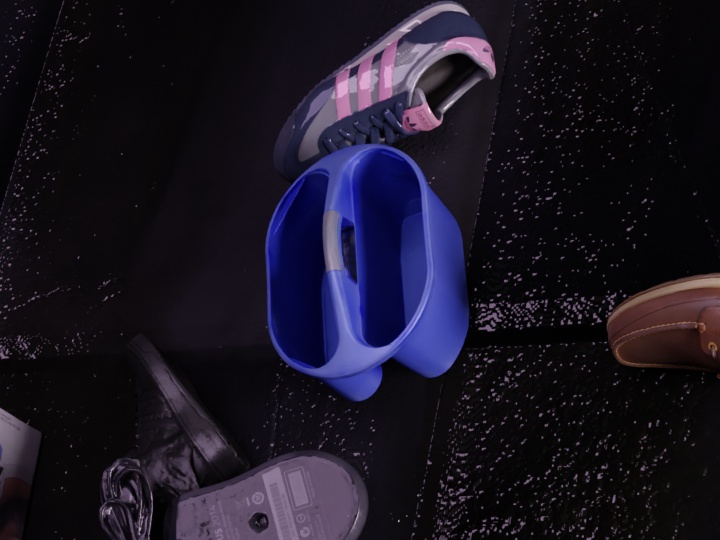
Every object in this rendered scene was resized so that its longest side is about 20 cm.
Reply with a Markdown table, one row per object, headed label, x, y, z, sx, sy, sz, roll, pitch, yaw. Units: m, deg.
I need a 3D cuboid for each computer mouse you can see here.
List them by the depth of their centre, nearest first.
| label | x | y | z | sx | sy | sz | roll | pitch | yaw |
| --- | --- | --- | --- | --- | --- | --- | --- | --- | --- |
| computer mouse | -0.087 | 0.189 | 1.440 | 0.200 | 0.053 | 0.139 | -14 | 70 | 8 |

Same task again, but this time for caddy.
| label | x | y | z | sx | sy | sz | roll | pitch | yaw |
| --- | --- | --- | --- | --- | --- | --- | --- | --- | --- |
| caddy | 0.000 | 0.000 | 1.480 | 0.141 | 0.105 | 0.200 | -19 | 54 | 22 |

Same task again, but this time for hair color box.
| label | x | y | z | sx | sy | sz | roll | pitch | yaw |
| --- | --- | --- | --- | --- | --- | --- | --- | --- | --- |
| hair color box | -0.328 | 0.203 | 1.572 | 0.064 | 0.111 | 0.200 | -9 | 59 | 29 |

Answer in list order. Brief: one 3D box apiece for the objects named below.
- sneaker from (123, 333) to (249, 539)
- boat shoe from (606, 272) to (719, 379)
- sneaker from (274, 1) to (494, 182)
| label | x | y | z | sx | sy | sz | roll | pitch | yaw |
| --- | --- | --- | --- | --- | --- | --- | --- | --- | --- |
| sneaker | -0.159 | 0.141 | 1.531 | 0.104 | 0.060 | 0.200 | -42 | 52 | -1 |
| boat shoe | 0.257 | 0.044 | 1.307 | 0.200 | 0.072 | 0.068 | -7 | 57 | 27 |
| sneaker | 0.019 | -0.129 | 1.560 | 0.200 | 0.070 | 0.082 | -41 | 44 | 7 |
